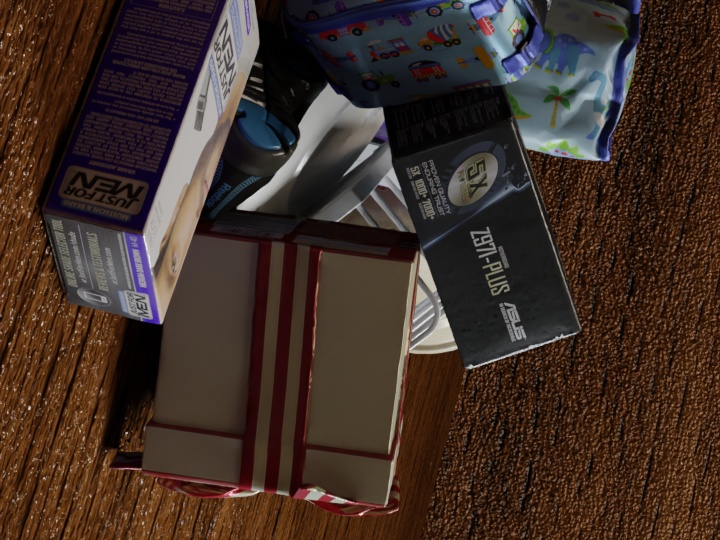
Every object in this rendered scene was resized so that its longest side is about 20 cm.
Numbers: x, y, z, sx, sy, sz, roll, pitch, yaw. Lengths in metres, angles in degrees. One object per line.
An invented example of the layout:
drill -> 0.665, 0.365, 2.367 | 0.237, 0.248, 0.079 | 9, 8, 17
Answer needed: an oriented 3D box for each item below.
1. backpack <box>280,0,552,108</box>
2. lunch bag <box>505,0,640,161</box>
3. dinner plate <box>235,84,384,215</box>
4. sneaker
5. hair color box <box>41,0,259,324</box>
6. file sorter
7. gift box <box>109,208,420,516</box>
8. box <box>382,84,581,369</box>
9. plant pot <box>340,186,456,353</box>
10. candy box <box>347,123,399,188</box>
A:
backpack -> 0.020, -0.219, 1.557 | 0.200, 0.182, 0.135 | 55, 36, -49
lunch bag -> 0.127, -0.174, 1.851 | 0.200, 0.170, 0.128 | -65, 168, -73
dinner plate -> -0.020, -0.100, 1.764 | 0.200, 0.024, 0.200 | -50, 170, -12
sneaker -> -0.078, -0.106, 1.606 | 0.082, 0.073, 0.200 | -50, -171, 27
hair color box -> -0.114, -0.084, 1.349 | 0.109, 0.065, 0.200 | 88, 19, -62
file sorter -> 0.000, 0.000, 1.817 | 0.139, 0.125, 0.200 | -38, -175, 19
gift box -> -0.057, 0.065, 1.572 | 0.200, 0.184, 0.187 | -43, 140, -79
box -> 0.079, -0.054, 1.646 | 0.200, 0.086, 0.164 | -97, 168, -67
plant pot -> 0.042, -0.048, 2.079 | 0.183, 0.200, 0.201 | 49, 54, -67
candy box -> 0.056, -0.166, 1.982 | 0.072, 0.168, 0.200 | 89, 16, -63
